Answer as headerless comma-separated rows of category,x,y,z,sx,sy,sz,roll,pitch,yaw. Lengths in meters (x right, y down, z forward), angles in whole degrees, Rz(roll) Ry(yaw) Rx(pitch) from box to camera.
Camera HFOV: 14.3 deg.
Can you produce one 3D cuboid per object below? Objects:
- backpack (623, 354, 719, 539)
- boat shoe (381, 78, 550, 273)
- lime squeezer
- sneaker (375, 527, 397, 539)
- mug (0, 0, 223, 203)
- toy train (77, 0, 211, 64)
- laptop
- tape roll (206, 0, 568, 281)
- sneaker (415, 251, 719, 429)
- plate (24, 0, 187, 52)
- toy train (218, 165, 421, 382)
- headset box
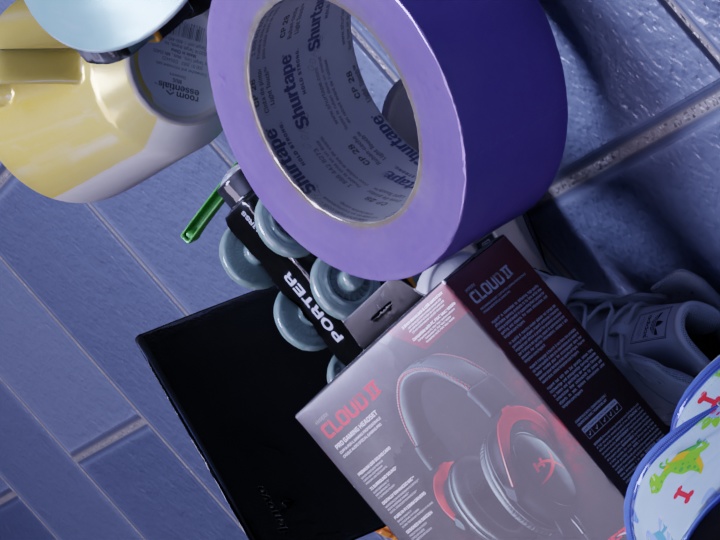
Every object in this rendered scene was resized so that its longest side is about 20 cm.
backpack,0.236,0.120,1.457,0.183,0.200,0.147,56,178,-28
boat shoe,0.059,-0.033,1.727,0.201,0.074,0.093,66,172,-17
lime squeezer,-0.064,-0.107,1.849,0.038,0.070,0.200,53,136,33
sneaker,-0.014,0.102,1.987,0.200,0.076,0.092,48,-178,-2
mug,-0.166,-0.116,1.884,0.153,0.186,0.150,-8,116,56
toy train,-0.166,-0.222,1.758,0.085,0.114,0.200,11,139,58
laptop,-0.021,0.107,1.875,0.188,0.116,0.200,59,-171,24
tape roll,0.012,-0.102,1.571,0.200,0.085,0.201,27,131,36
sneaker,0.135,0.030,1.634,0.199,0.075,0.115,24,156,-7
plate,-0.142,-0.223,1.623,0.026,0.201,0.200,10,-167,-46
toy train,0.000,0.000,1.808,0.200,0.114,0.085,50,147,1
headset box,0.071,0.090,1.601,0.200,0.075,0.149,50,128,3
